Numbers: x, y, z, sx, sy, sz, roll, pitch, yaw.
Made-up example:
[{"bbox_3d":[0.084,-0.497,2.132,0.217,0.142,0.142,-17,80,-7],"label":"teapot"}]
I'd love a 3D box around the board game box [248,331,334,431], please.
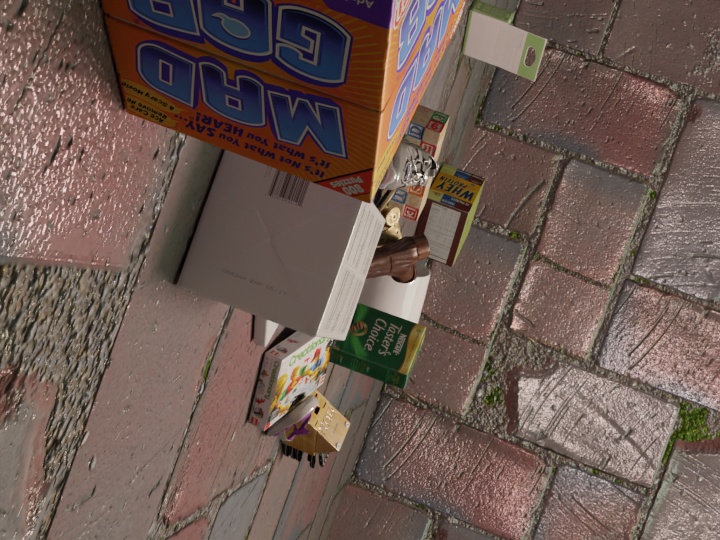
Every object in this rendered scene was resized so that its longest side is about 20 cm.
[{"bbox_3d":[-0.102,0.156,1.551,0.200,0.034,0.127,-33,143,-60],"label":"board game box"}]

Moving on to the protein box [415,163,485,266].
[{"bbox_3d":[0.256,-0.163,2.868,0.199,0.134,0.201,-59,166,-50],"label":"protein box"}]

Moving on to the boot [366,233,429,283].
[{"bbox_3d":[0.000,0.000,1.615,0.187,0.198,0.065,116,-44,-68],"label":"boot"}]

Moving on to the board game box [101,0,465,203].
[{"bbox_3d":[-0.040,-0.210,0.672,0.201,0.198,0.201,96,17,-58],"label":"board game box"}]

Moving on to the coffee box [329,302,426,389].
[{"bbox_3d":[0.005,0.116,1.686,0.044,0.198,0.123,102,12,-44],"label":"coffee box"}]

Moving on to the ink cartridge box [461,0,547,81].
[{"bbox_3d":[0.349,-0.553,2.366,0.146,0.198,0.048,96,19,-57],"label":"ink cartridge box"}]

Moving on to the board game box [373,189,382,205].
[{"bbox_3d":[-0.006,-0.147,1.515,0.201,0.055,0.197,-61,167,-48],"label":"board game box"}]

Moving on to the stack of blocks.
[{"bbox_3d":[0.074,-0.195,1.719,0.059,0.114,0.201,-61,168,-46],"label":"stack of blocks"}]

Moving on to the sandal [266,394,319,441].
[{"bbox_3d":[-0.109,0.257,1.635,0.082,0.050,0.203,-36,175,-19],"label":"sandal"}]

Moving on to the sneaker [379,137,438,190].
[{"bbox_3d":[0.079,-0.167,1.541,0.200,0.081,0.075,-50,158,-67],"label":"sneaker"}]

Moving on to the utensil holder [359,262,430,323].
[{"bbox_3d":[0.038,0.077,1.939,0.170,0.168,0.202,-41,147,-73],"label":"utensil holder"}]

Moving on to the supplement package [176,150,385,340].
[{"bbox_3d":[-0.074,-0.022,1.042,0.200,0.150,0.152,35,75,-81],"label":"supplement package"}]

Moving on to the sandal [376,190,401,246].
[{"bbox_3d":[0.038,-0.070,1.676,0.078,0.069,0.212,-57,-173,-34],"label":"sandal"}]

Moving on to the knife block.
[{"bbox_3d":[-0.116,0.293,1.844,0.200,0.174,0.064,48,49,-28],"label":"knife block"}]

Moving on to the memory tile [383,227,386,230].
[{"bbox_3d":[0.024,-0.022,2.116,0.200,0.017,0.155,-42,150,-72],"label":"memory tile"}]

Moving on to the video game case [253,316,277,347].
[{"bbox_3d":[-0.096,-0.023,1.336,0.201,0.023,0.183,101,13,-47],"label":"video game case"}]
